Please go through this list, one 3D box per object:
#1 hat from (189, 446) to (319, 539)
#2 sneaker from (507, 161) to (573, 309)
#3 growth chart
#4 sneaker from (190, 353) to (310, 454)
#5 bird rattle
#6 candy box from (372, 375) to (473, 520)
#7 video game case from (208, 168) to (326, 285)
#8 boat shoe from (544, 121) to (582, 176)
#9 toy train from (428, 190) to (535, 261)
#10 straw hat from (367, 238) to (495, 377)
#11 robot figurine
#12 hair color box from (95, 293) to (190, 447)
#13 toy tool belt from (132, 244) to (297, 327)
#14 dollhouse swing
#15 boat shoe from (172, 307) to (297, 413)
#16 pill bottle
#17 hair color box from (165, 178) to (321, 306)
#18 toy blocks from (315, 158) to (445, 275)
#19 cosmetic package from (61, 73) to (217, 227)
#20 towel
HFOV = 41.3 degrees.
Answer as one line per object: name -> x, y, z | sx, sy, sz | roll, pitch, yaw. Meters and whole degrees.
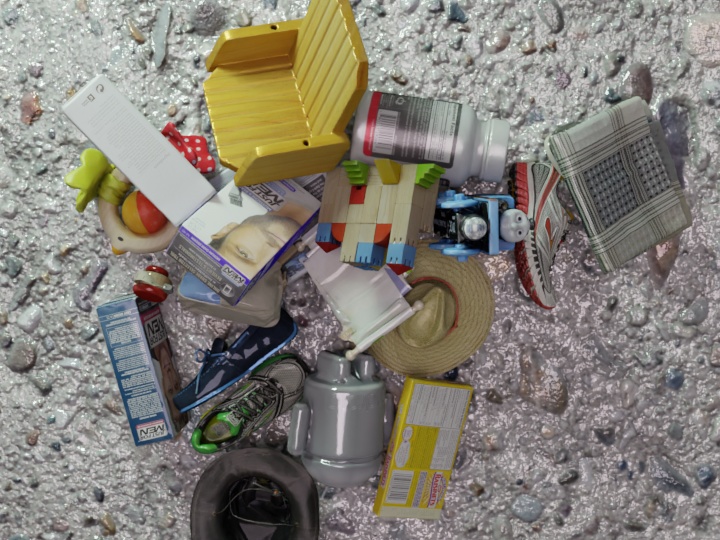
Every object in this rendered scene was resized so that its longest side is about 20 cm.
hat -> -0.147, 0.344, 1.354 | 0.200, 0.081, 0.201 | 0, 89, -1
sneaker -> 0.248, -0.047, 1.276 | 0.082, 0.078, 0.200 | -4, 92, -1
growth chart -> 0.000, 0.000, 1.280 | 0.145, 0.018, 0.200 | -31, 71, 9
sneaker -> -0.151, 0.194, 1.334 | 0.200, 0.085, 0.078 | -41, 92, 7
bird rattle -> -0.292, -0.106, 1.312 | 0.200, 0.113, 0.163 | -14, 93, -6
candy box -> 0.087, 0.248, 1.330 | 0.102, 0.026, 0.200 | 10, 98, -29
video game case -> -0.121, -0.075, 1.333 | 0.200, 0.023, 0.182 | -33, 92, 6
boat shoe -> 0.320, -0.108, 1.258 | 0.200, 0.067, 0.057 | 51, 142, -9
toy train -> 0.151, -0.062, 1.229 | 0.114, 0.200, 0.087 | -4, 96, -6
straw hat -> 0.088, 0.060, 1.299 | 0.201, 0.085, 0.201 | 1, 96, 5
robot figurine -> -0.024, 0.210, 1.310 | 0.169, 0.113, 0.200 | -2, 98, -30
hair color box -> -0.299, 0.133, 1.330 | 0.060, 0.100, 0.200 | -14, 96, 5
toy tool belt -> -0.194, -0.003, 1.290 | 0.200, 0.125, 0.123 | 12, 69, 3
dollhouse swing -> -0.100, -0.243, 1.191 | 0.182, 0.176, 0.200 | -11, 67, -11
boat shoe -> -0.182, 0.120, 1.335 | 0.200, 0.084, 0.069 | -37, 90, -13
pill bottle -> 0.092, -0.170, 1.261 | 0.200, 0.111, 0.111 | 9, 97, 3
hair color box -> -0.144, -0.055, 1.226 | 0.109, 0.200, 0.065 | 39, 133, -1
toy blocks -> 0.017, -0.061, 1.222 | 0.200, 0.100, 0.137 | 3, 80, 41
cosmetic package -> -0.276, -0.147, 1.209 | 0.074, 0.102, 0.200 | -43, 96, -4
towel -> 0.344, -0.115, 1.230 | 0.200, 0.035, 0.193 | -26, 95, -35
